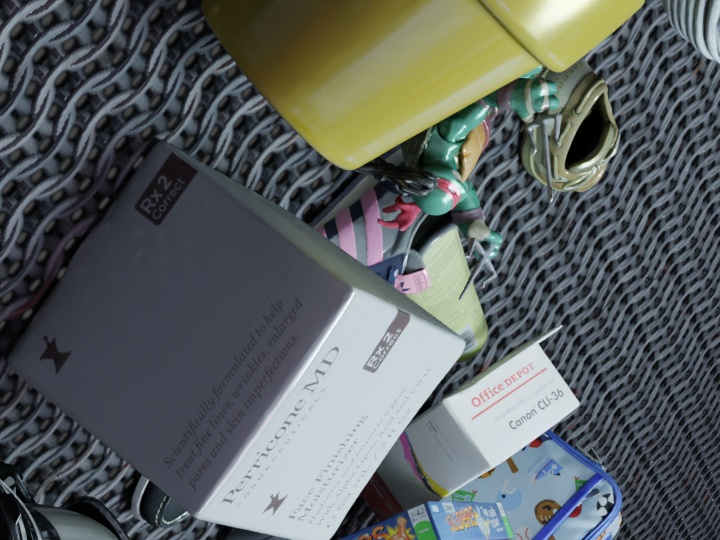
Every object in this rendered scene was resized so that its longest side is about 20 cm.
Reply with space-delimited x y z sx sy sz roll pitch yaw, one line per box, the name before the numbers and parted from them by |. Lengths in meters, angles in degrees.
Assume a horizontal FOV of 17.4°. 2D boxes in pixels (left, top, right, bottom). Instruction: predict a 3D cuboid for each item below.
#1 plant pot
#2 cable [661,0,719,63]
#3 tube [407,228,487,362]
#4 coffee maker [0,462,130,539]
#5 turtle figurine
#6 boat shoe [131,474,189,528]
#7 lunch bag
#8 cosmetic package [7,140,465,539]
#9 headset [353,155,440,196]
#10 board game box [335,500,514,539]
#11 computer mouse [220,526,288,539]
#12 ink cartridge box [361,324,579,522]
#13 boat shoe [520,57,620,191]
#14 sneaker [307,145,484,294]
plant pot | 0.024 -0.162 1.297 0.189 0.201 0.201 -41 158 10
cable | 0.283 -0.229 1.564 0.200 0.069 0.200 -53 155 2
tube | 0.055 0.004 1.759 0.200 0.052 0.058 64 24 -61
coffee maker | -0.241 0.204 1.376 0.192 0.135 0.200 -52 156 0
turtle figurine | 0.077 -0.089 1.545 0.150 0.101 0.200 119 -10 -51
boat shoe | -0.076 0.110 1.640 0.200 0.060 0.076 -48 156 -11
lunch bag | 0.132 0.227 2.066 0.200 0.160 0.076 -45 156 -16
cosmetic package | -0.071 0.049 1.430 0.165 0.165 0.200 -56 156 4
headset | 0.049 -0.146 1.469 0.200 0.094 0.124 -61 158 -9
board game box | 0.032 0.225 1.883 0.135 0.035 0.200 -24 167 15
computer mouse | -0.031 0.147 1.793 0.200 0.046 0.140 -45 157 -18
ink cartridge box | 0.090 0.125 1.864 0.116 0.068 0.200 -32 175 -39
boat shoe | 0.165 -0.105 1.781 0.073 0.063 0.201 -47 156 -13
sneaker | 0.000 0.000 1.597 0.200 0.082 0.070 -47 158 -13
